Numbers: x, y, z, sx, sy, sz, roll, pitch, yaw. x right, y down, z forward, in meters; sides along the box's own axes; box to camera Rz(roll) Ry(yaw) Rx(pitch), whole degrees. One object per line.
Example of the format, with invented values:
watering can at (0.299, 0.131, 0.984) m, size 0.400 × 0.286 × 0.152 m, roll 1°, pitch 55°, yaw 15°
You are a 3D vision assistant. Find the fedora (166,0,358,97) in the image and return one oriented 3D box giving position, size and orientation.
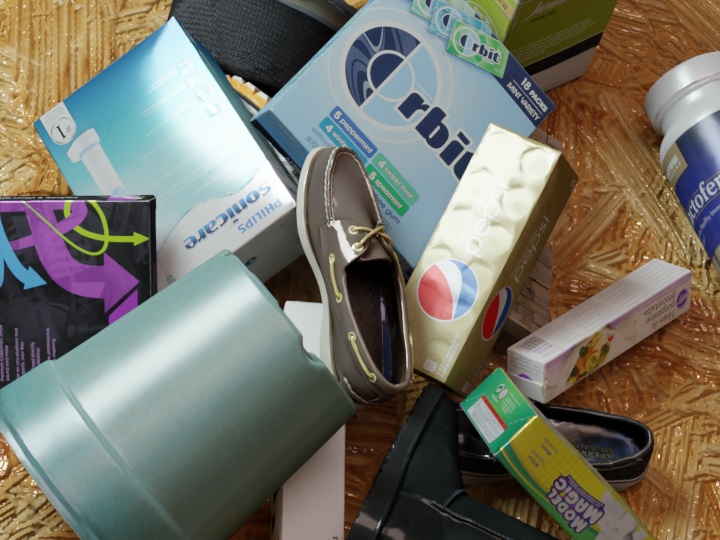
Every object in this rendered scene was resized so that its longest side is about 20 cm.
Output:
fedora at (-0.093, -0.205, 1.528) m, size 0.200 × 0.201 × 0.092 m, roll 22°, pitch 87°, yaw 2°

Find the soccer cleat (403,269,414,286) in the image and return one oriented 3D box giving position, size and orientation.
soccer cleat at (0.044, -0.065, 1.504) m, size 0.073 × 0.068 × 0.201 m, roll 4°, pitch 61°, yaw -12°

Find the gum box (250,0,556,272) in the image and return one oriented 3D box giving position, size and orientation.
gum box at (0.038, -0.125, 1.440) m, size 0.170 × 0.045 × 0.200 m, roll 48°, pitch 64°, yaw -11°

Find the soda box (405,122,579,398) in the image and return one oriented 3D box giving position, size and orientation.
soda box at (0.092, -0.008, 1.394) m, size 0.068 × 0.064 × 0.200 m, roll 25°, pitch 85°, yaw 25°

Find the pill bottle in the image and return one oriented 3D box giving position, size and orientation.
pill bottle at (0.327, -0.083, 1.546) m, size 0.115 × 0.116 × 0.200 m, roll -13°, pitch 61°, yaw -19°

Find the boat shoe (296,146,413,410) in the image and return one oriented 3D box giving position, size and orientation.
boat shoe at (0.000, 0.000, 1.333) m, size 0.072 × 0.059 × 0.201 m, roll 3°, pitch 76°, yaw -38°

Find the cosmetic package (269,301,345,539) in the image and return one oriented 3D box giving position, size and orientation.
cosmetic package at (-0.041, 0.130, 1.355) m, size 0.050 × 0.083 × 0.201 m, roll 5°, pitch 57°, yaw -9°

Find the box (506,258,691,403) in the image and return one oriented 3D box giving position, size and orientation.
box at (0.194, 0.047, 1.450) m, size 0.041 × 0.039 × 0.200 m, roll 21°, pitch 36°, yaw 38°

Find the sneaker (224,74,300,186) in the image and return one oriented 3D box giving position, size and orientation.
sneaker at (-0.070, -0.093, 1.496) m, size 0.200 × 0.078 × 0.077 m, roll 40°, pitch 95°, yaw 27°

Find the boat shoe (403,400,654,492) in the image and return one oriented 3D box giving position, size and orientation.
boat shoe at (0.133, 0.131, 1.400) m, size 0.199 × 0.066 × 0.070 m, roll 11°, pitch 57°, yaw -5°

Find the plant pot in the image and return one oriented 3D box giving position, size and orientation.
plant pot at (-0.122, 0.102, 1.250) m, size 0.196 × 0.200 × 0.200 m, roll -38°, pitch 71°, yaw -5°

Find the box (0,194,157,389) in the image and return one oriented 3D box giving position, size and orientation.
box at (-0.251, 0.017, 1.340) m, size 0.199 × 0.036 × 0.144 m, roll -1°, pitch 97°, yaw 3°

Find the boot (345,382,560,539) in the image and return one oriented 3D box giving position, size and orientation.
boot at (0.085, 0.181, 1.300) m, size 0.162 × 0.074 × 0.198 m, roll 26°, pitch 36°, yaw 3°

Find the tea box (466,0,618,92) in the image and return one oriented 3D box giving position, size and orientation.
tea box at (0.117, -0.277, 1.573) m, size 0.133 × 0.197 × 0.200 m, roll -25°, pitch 66°, yaw -24°

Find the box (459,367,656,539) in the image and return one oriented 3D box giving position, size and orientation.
box at (0.162, 0.168, 1.323) m, size 0.048 × 0.117 × 0.200 m, roll -44°, pitch 107°, yaw 4°

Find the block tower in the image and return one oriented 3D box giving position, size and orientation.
block tower at (0.125, -0.027, 1.495) m, size 0.054 × 0.058 × 0.201 m, roll 30°, pitch 50°, yaw -29°

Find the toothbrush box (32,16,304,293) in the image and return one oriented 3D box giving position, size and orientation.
toothbrush box at (-0.142, -0.072, 1.421) m, size 0.146 × 0.085 × 0.200 m, roll -37°, pitch 67°, yaw 5°
